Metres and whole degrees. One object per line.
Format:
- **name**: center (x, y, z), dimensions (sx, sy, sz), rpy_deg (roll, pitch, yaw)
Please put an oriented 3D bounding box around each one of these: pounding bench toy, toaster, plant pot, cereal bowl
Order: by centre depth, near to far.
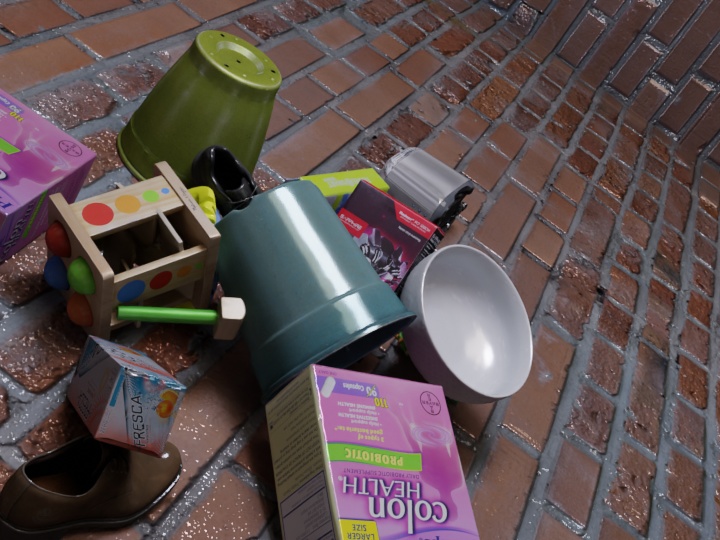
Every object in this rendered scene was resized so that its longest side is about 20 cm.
- **pounding bench toy**: center (-0.235, 0.011, 1.117), dimensions (0.155, 0.125, 0.200), rpy_deg (-22, 59, -32)
- **plant pot**: center (-0.069, 0.018, 1.187), dimensions (0.200, 0.200, 0.197), rpy_deg (-15, 72, -54)
- **cereal bowl**: center (0.119, 0.073, 1.295), dimensions (0.199, 0.083, 0.201), rpy_deg (22, 57, -37)
- **plant pot**: center (-0.208, -0.218, 1.447), dimensions (0.199, 0.193, 0.201), rpy_deg (25, 30, -16)
- **toaster**: center (0.098, -0.124, 1.708), dimensions (0.129, 0.114, 0.200), rpy_deg (37, 31, 9)

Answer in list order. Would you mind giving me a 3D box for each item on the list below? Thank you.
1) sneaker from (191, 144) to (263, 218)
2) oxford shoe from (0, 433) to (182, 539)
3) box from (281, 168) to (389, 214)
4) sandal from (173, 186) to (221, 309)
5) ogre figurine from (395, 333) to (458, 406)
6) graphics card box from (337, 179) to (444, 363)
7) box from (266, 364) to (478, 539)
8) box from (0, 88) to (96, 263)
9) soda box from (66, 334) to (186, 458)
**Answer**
- **sneaker**: center (-0.148, -0.075, 1.349), dimensions (0.076, 0.091, 0.200), rpy_deg (-39, 94, -16)
- **oxford shoe**: center (-0.230, 0.185, 0.945), dimensions (0.073, 0.085, 0.199), rpy_deg (45, 29, 22)
- **box**: center (-0.056, -0.080, 1.473), dimensions (0.048, 0.122, 0.199), rpy_deg (47, 31, 20)
- **sandal**: center (-0.193, -0.013, 1.288), dimensions (0.201, 0.079, 0.087), rpy_deg (-88, 157, -44)
- **ogre figurine**: center (0.115, 0.098, 1.416), dimensions (0.120, 0.098, 0.200), rpy_deg (46, 41, -3)
- **graphics card box**: center (0.000, 0.000, 1.322), dimensions (0.125, 0.201, 0.051), rpy_deg (34, -1, 20)
- **box**: center (0.011, 0.216, 1.074), dimensions (0.175, 0.097, 0.201), rpy_deg (14, 50, -34)
- **box**: center (-0.427, -0.112, 1.164), dimensions (0.175, 0.097, 0.200), rpy_deg (34, 30, -1)
- **soda box**: center (-0.222, 0.113, 0.973), dimensions (0.063, 0.069, 0.200), rpy_deg (22, -4, -23)
